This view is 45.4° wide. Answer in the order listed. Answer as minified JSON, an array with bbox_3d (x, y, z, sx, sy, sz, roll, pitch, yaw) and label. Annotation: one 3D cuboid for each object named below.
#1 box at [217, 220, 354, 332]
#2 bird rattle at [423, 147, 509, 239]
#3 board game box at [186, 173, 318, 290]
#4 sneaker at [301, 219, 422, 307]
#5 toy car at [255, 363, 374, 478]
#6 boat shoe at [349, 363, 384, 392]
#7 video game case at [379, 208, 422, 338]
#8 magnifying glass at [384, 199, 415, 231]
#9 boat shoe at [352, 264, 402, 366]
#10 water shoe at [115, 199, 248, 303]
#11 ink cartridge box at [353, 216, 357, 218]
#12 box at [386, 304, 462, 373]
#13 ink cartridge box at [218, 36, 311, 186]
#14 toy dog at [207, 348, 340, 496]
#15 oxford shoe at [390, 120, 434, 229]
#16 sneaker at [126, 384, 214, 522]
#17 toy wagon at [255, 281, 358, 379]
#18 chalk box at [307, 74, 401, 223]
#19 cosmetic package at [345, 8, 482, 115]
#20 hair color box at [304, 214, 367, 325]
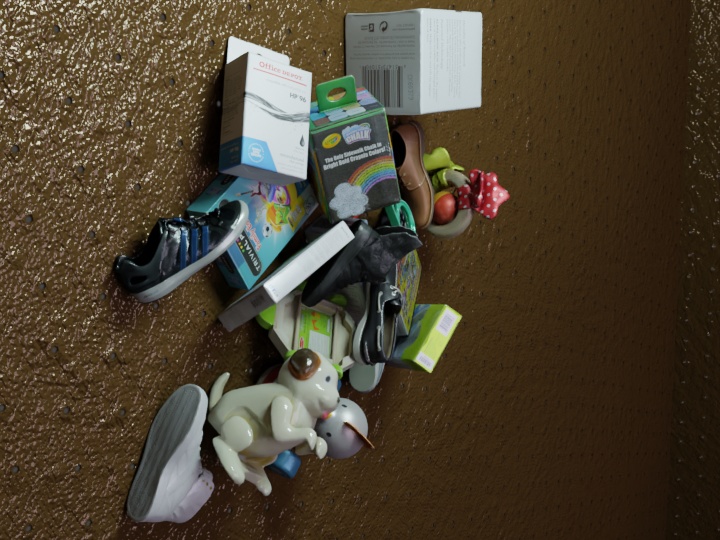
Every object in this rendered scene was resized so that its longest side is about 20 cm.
[{"bbox_3d":[-0.112,0.008,1.303,0.037,0.143,0.199,54,47,-5],"label":"box"},{"bbox_3d":[0.182,-0.138,1.652,0.112,0.199,0.165,0,122,-52],"label":"bird rattle"},{"bbox_3d":[-0.157,-0.097,1.308,0.201,0.046,0.153,-54,136,-32],"label":"board game box"},{"bbox_3d":[-0.001,-0.001,1.374,0.103,0.060,0.201,33,104,-22],"label":"sneaker"},{"bbox_3d":[-0.062,0.238,1.386,0.186,0.197,0.178,-60,139,-25],"label":"toy car"},{"bbox_3d":[0.017,0.122,1.590,0.071,0.068,0.206,27,70,-76],"label":"boat shoe"},{"bbox_3d":[0.070,-0.010,1.596,0.202,0.025,0.183,-74,150,-48],"label":"video game case"},{"bbox_3d":[0.056,-0.115,1.531,0.200,0.022,0.081,49,37,-49],"label":"magnifying glass"},{"bbox_3d":[0.040,0.061,1.414,0.074,0.059,0.203,48,48,-43],"label":"boat shoe"},{"bbox_3d":[-0.237,-0.042,1.155,0.200,0.071,0.080,-42,122,-15],"label":"water shoe"},{"bbox_3d":[-0.019,-0.172,1.475,0.109,0.050,0.203,-43,129,-39],"label":"ink cartridge box"},{"bbox_3d":[0.103,0.124,1.612,0.047,0.199,0.123,35,76,-16],"label":"box"},{"bbox_3d":[-0.135,-0.235,1.240,0.114,0.067,0.205,9,79,-39],"label":"ink cartridge box"},{"bbox_3d":[-0.116,0.207,1.282,0.199,0.195,0.140,-37,142,0],"label":"toy dog"},{"bbox_3d":[0.088,-0.173,1.610,0.071,0.070,0.205,-22,104,-45],"label":"oxford shoe"},{"bbox_3d":[-0.253,0.268,1.249,0.115,0.073,0.203,29,84,-54],"label":"sneaker"},{"bbox_3d":[-0.092,0.090,1.387,0.197,0.040,0.157,21,45,-18],"label":"toy wagon"},{"bbox_3d":[-0.024,-0.201,1.329,0.122,0.124,0.204,-17,119,-9],"label":"chalk box"},{"bbox_3d":[0.095,-0.361,1.490,0.198,0.162,0.169,-19,112,-51],"label":"cosmetic package"},{"bbox_3d":[-0.019,0.009,1.475,0.061,0.098,0.203,-44,130,-39],"label":"hair color box"}]
